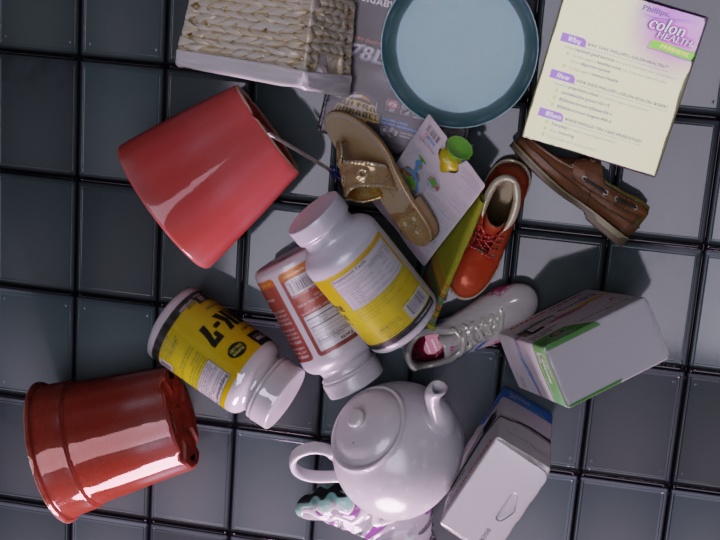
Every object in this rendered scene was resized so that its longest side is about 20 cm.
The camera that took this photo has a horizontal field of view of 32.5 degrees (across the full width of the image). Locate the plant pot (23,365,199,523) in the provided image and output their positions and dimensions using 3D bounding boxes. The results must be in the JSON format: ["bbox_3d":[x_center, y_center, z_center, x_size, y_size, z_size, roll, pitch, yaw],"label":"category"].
[{"bbox_3d":[-0.338,0.229,1.721,0.193,0.201,0.203,-15,100,5],"label":"plant pot"}]

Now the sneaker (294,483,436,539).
[{"bbox_3d":[0.011,0.371,1.741,0.198,0.078,0.142,-8,101,12],"label":"sneaker"}]

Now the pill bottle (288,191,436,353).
[{"bbox_3d":[0.000,0.000,1.577,0.112,0.112,0.200,-34,109,15],"label":"pill bottle"}]

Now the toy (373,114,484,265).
[{"bbox_3d":[0.096,-0.106,1.589,0.116,0.047,0.200,52,149,13],"label":"toy"}]

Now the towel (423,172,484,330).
[{"bbox_3d":[0.120,-0.024,1.606,0.018,0.086,0.202,11,121,-16],"label":"towel"}]

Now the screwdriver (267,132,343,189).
[{"bbox_3d":[-0.048,-0.141,1.598,0.199,0.028,0.029,34,85,-42],"label":"screwdriver"}]

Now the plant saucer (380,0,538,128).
[{"bbox_3d":[0.124,-0.281,1.548,0.198,0.027,0.203,2,105,8],"label":"plant saucer"}]

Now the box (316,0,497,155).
[{"bbox_3d":[0.061,-0.254,1.604,0.198,0.050,0.201,17,106,5],"label":"box"}]

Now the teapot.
[{"bbox_3d":[0.028,0.226,1.634,0.146,0.197,0.201,38,80,-40],"label":"teapot"}]

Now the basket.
[{"bbox_3d":[-0.114,-0.299,1.559,0.198,0.135,0.125,15,99,24],"label":"basket"}]

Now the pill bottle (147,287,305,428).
[{"bbox_3d":[-0.182,0.121,1.683,0.199,0.114,0.115,33,107,12],"label":"pill bottle"}]

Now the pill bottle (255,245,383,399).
[{"bbox_3d":[-0.051,0.066,1.664,0.111,0.112,0.202,-26,98,15],"label":"pill bottle"}]

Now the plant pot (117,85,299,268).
[{"bbox_3d":[-0.188,-0.132,1.611,0.177,0.200,0.201,-35,95,4],"label":"plant pot"}]

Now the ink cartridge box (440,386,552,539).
[{"bbox_3d":[0.182,0.259,1.621,0.084,0.200,0.145,31,106,1],"label":"ink cartridge box"}]

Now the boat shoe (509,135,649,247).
[{"bbox_3d":[0.283,-0.119,1.588,0.199,0.072,0.068,38,103,-10],"label":"boat shoe"}]

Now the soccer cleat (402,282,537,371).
[{"bbox_3d":[0.147,0.083,1.645,0.199,0.086,0.070,-27,97,15],"label":"soccer cleat"}]

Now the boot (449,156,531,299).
[{"bbox_3d":[0.160,-0.046,1.604,0.074,0.107,0.202,21,107,2],"label":"boot"}]

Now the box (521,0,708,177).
[{"bbox_3d":[0.313,-0.242,1.536,0.174,0.097,0.202,17,106,6],"label":"box"}]

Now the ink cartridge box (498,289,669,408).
[{"bbox_3d":[0.274,0.093,1.549,0.144,0.200,0.085,-25,96,-8],"label":"ink cartridge box"}]

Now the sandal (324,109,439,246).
[{"bbox_3d":[0.011,-0.108,1.569,0.212,0.070,0.078,50,143,-2],"label":"sandal"}]
